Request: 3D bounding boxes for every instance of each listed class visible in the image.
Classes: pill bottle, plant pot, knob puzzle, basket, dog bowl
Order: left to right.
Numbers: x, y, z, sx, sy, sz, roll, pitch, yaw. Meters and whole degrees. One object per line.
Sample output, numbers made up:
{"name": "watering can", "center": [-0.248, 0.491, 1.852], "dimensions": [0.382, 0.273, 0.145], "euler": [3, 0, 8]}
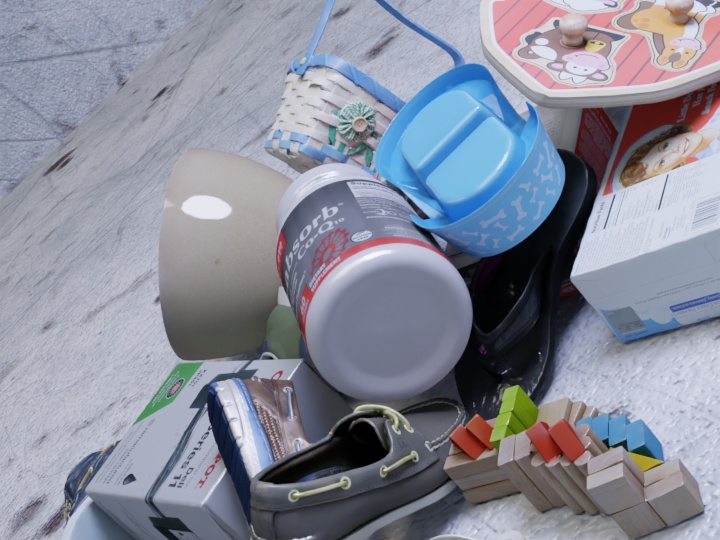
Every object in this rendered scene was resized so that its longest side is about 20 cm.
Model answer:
{"name": "plant pot", "center": [-0.096, -0.014, 1.163], "dimensions": [0.133, 0.201, 0.201], "euler": [2, 36, 9]}
{"name": "pill bottle", "center": [0.000, 0.000, 0.897], "dimensions": [0.116, 0.116, 0.200], "euler": [-39, 27, 5]}
{"name": "basket", "center": [0.009, -0.175, 1.271], "dimensions": [0.139, 0.176, 0.201], "euler": [4, 69, 59]}
{"name": "dog bowl", "center": [0.079, -0.078, 0.883], "dimensions": [0.111, 0.050, 0.200], "euler": [-44, 29, 7]}
{"name": "knob puzzle", "center": [0.173, -0.175, 0.874], "dimensions": [0.218, 0.031, 0.220], "euler": [-2, 40, 2]}

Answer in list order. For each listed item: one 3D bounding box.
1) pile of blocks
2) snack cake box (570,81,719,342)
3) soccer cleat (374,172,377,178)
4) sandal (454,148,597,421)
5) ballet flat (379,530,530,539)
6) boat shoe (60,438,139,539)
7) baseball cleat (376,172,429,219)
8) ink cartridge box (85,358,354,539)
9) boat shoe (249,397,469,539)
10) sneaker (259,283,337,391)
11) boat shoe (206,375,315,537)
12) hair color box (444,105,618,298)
{"name": "pile of blocks", "center": [0.120, 0.101, 0.741], "dimensions": [0.082, 0.062, 0.200], "euler": [-52, 25, -23]}
{"name": "snack cake box", "center": [0.227, -0.055, 0.839], "dimensions": [0.115, 0.067, 0.201], "euler": [-22, 30, 42]}
{"name": "soccer cleat", "center": [0.039, -0.092, 1.187], "dimensions": [0.200, 0.077, 0.067], "euler": [-48, 20, -19]}
{"name": "sandal", "center": [0.104, 0.008, 0.853], "dimensions": [0.075, 0.048, 0.202], "euler": [10, 81, 42]}
{"name": "ballet flat", "center": [0.060, 0.181, 0.712], "dimensions": [0.072, 0.068, 0.200], "euler": [-34, 11, -34]}
{"name": "boat shoe", "center": [-0.231, 0.220, 1.087], "dimensions": [0.091, 0.071, 0.201], "euler": [-30, 19, 29]}
{"name": "baseball cleat", "center": [0.044, -0.068, 1.068], "dimensions": [0.200, 0.069, 0.107], "euler": [-61, 3, 38]}
{"name": "ink cartridge box", "center": [-0.112, 0.150, 0.992], "dimensions": [0.199, 0.083, 0.147], "euler": [-8, 41, 52]}
{"name": "boat shoe", "center": [0.007, 0.123, 0.791], "dimensions": [0.072, 0.061, 0.201], "euler": [11, 25, 40]}
{"name": "sneaker", "center": [-0.018, 0.075, 1.018], "dimensions": [0.200, 0.067, 0.090], "euler": [17, 83, 52]}
{"name": "boat shoe", "center": [-0.042, 0.152, 0.838], "dimensions": [0.072, 0.072, 0.201], "euler": [-13, 58, -19]}
{"name": "hair color box", "center": [0.138, -0.054, 0.984], "dimensions": [0.111, 0.064, 0.200], "euler": [-23, 28, 33]}
